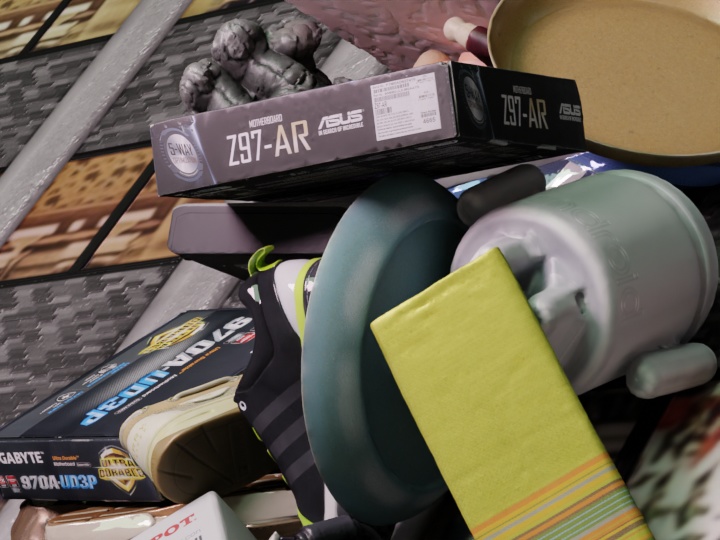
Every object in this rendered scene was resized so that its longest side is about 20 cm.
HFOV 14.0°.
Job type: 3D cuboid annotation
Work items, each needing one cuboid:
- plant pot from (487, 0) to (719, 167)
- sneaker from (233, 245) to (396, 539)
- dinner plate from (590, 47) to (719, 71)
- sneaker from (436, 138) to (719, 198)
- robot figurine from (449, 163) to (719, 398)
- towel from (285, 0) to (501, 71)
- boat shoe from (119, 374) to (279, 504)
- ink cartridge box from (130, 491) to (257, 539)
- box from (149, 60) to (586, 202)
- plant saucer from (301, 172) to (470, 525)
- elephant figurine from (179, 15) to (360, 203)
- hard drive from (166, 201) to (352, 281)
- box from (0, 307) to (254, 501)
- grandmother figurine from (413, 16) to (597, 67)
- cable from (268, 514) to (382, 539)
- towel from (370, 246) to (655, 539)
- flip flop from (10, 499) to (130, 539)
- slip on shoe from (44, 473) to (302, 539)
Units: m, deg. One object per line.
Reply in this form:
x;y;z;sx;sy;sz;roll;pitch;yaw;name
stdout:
0.176;-0.124;1.807;0.199;0.028;0.201;3;41;-3;plant pot
-0.029;0.083;1.678;0.082;0.201;0.072;1;11;28;sneaker
0.200;-0.179;1.920;0.199;0.024;0.201;5;37;-3;dinner plate
0.137;-0.044;1.825;0.199;0.083;0.074;-8;6;13;sneaker
0.128;0.007;1.654;0.200;0.170;0.113;-20;-26;-52;robot figurine
0.053;-0.175;1.991;0.190;0.200;0.032;0;66;50;towel
-0.044;0.083;1.750;0.200;0.074;0.063;-19;32;-24;boat shoe
-0.110;0.232;1.638;0.146;0.083;0.200;-32;26;6;ink cartridge box
0.006;-0.075;1.670;0.199;0.044;0.160;-10;-5;31;box
0.031;0.046;1.660;0.027;0.201;0.200;5;46;33;plant saucer
-0.027;-0.080;2.001;0.155;0.142;0.200;-5;29;-45;elephant figurine
0.000;0.000;1.766;0.139;0.200;0.033;0;76;38;hard drive
-0.119;0.083;1.866;0.158;0.046;0.200;-3;22;46;box
0.099;-0.119;1.917;0.061;0.121;0.200;-55;24;-15;grandmother figurine
-0.007;0.191;1.538;0.200;0.162;0.051;48;128;51;cable
0.084;0.094;1.551;0.086;0.201;0.018;-30;-15;13;towel
-0.182;0.156;1.874;0.200;0.058;0.081;-40;30;-14;flip flop
-0.092;0.164;1.763;0.199;0.061;0.076;-11;3;11;slip on shoe
